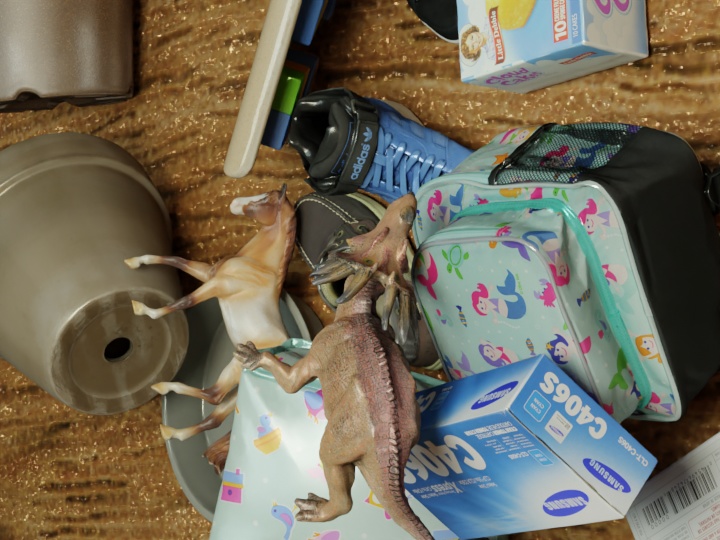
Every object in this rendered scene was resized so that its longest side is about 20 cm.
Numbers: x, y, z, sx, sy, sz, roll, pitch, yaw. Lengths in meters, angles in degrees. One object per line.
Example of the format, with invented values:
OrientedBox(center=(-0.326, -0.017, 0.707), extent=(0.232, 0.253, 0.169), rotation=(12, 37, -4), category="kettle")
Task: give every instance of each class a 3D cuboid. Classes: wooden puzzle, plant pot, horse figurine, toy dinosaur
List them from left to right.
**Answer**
OrientedBox(center=(-0.277, -0.240, 1.590), extent=(0.199, 0.199, 0.201), rotation=(-2, 93, 49), category="plant pot")
OrientedBox(center=(-0.221, 0.020, 1.473), extent=(0.174, 0.198, 0.201), rotation=(50, 123, 47), category="plant pot")
OrientedBox(center=(-0.095, 0.048, 1.364), extent=(0.050, 0.131, 0.202), rotation=(104, 154, -76), category="horse figurine")
OrientedBox(center=(-0.048, -0.172, 1.364), extent=(0.200, 0.046, 0.187), rotation=(-85, 11, -73), category="wooden puzzle")
OrientedBox(center=(0.006, 0.065, 1.069), extent=(0.136, 0.085, 0.202), rotation=(-46, 56, 49), category="toy dinosaur")

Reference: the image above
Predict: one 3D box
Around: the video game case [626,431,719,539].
OrientedBox(center=(0.253, 0.169, 1.065), extent=(0.200, 0.022, 0.184), rotation=(-42, 57, 38), category="video game case")

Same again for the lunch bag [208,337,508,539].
OrientedBox(center=(0.010, 0.151, 1.268), extent=(0.198, 0.122, 0.172), rotation=(13, 97, 14), category="lunch bag")

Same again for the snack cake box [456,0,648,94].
OrientedBox(center=(0.120, -0.228, 1.213), extent=(0.114, 0.067, 0.202), rotation=(-11, 78, 47), category="snack cake box")

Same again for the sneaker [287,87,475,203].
OrientedBox(center=(0.027, -0.067, 1.274), extent=(0.200, 0.110, 0.077), rotation=(40, 116, 42), category="sneaker")

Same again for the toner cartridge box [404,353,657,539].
OrientedBox(center=(0.083, 0.109, 1.106), extent=(0.043, 0.095, 0.200), rotation=(-53, 12, -24), category="toner cartridge box")

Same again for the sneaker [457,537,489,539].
OrientedBox(center=(0.123, 0.244, 1.165), extent=(0.199, 0.077, 0.086), rotation=(32, 119, 37), category="sneaker")

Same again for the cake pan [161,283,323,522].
OrientedBox(center=(-0.084, 0.100, 1.445), extent=(0.199, 0.036, 0.203), rotation=(-5, 84, 49), category="cake pan")

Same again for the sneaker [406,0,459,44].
OrientedBox(center=(0.012, -0.243, 1.303), extent=(0.073, 0.111, 0.201), rotation=(-46, 55, 36), category="sneaker")

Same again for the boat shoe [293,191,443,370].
OrientedBox(center=(0.000, 0.000, 1.334), extent=(0.200, 0.064, 0.074), rotation=(42, 120, 43), category="boat shoe")

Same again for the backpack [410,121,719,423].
OrientedBox(center=(0.118, 0.006, 1.126), extent=(0.199, 0.150, 0.179), rotation=(13, 130, 56), category="backpack")
